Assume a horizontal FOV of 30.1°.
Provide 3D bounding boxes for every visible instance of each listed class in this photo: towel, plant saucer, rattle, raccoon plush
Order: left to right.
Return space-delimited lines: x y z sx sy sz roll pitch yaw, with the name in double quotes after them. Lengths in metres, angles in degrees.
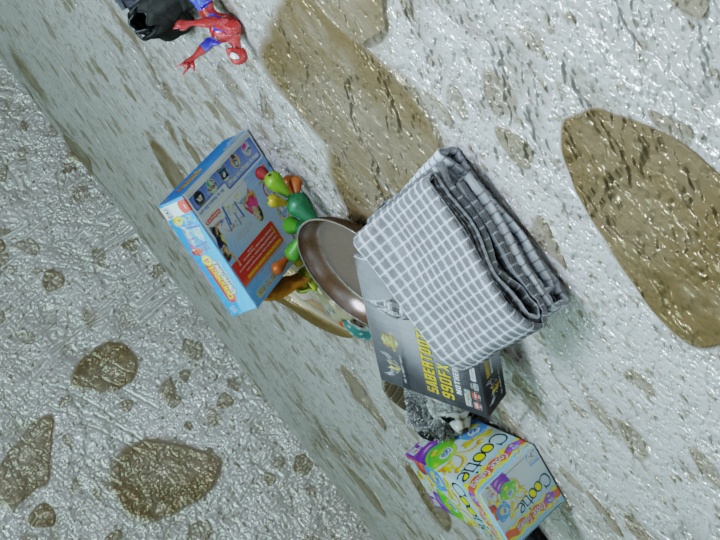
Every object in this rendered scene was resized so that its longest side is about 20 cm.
-0.065 0.069 2.060 0.129 0.143 0.201 25 148 25 "rattle"
0.000 0.000 1.791 0.199 0.032 0.201 31 151 20 "plant saucer"
0.092 0.144 1.824 0.200 0.096 0.135 47 158 24 "raccoon plush"
0.095 -0.006 1.355 0.201 0.085 0.166 53 149 2 "towel"

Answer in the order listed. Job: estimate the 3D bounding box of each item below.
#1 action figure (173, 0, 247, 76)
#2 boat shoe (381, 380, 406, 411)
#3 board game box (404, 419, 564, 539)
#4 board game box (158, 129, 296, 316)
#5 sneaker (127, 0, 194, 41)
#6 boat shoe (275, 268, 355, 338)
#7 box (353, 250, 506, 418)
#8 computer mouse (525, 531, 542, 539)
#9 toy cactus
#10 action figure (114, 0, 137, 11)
-0.223 -0.330 1.682 0.201 0.099 0.065 52 168 -6 "action figure"
0.109 0.201 1.966 0.200 0.072 0.068 49 -159 -15 "boat shoe"
0.168 0.283 1.841 0.104 0.105 0.199 59 161 -22 "board game box"
-0.177 -0.071 1.960 0.056 0.200 0.197 -19 112 36 "board game box"
-0.278 -0.349 1.820 0.076 0.091 0.200 51 168 -1 "sneaker"
-0.085 0.037 2.183 0.199 0.070 0.074 32 164 -3 "boat shoe"
0.082 0.065 1.555 0.157 0.048 0.202 17 137 32 "box"
0.263 0.422 2.025 0.202 0.052 0.138 67 163 -10 "computer mouse"
-0.073 -0.055 1.894 0.164 0.102 0.202 14 132 54 "toy cactus"
-0.408 -0.442 2.011 0.201 0.104 0.194 64 172 -32 "action figure"
